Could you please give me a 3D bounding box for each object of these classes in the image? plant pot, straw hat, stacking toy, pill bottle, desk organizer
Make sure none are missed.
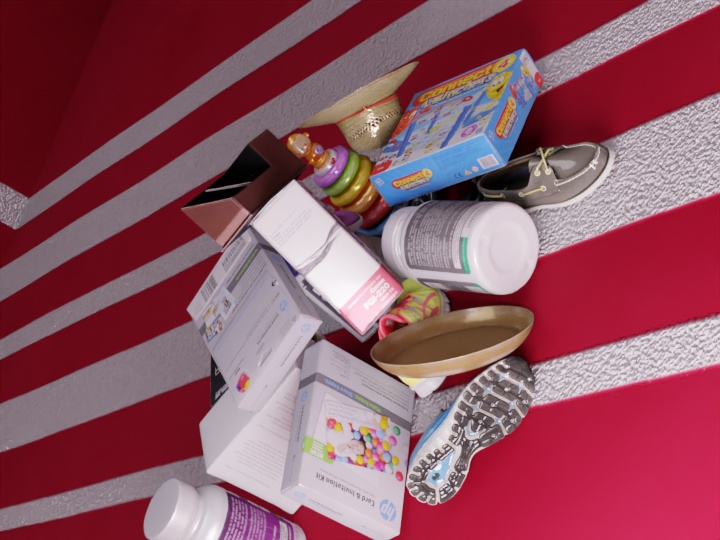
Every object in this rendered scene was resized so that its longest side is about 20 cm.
[{"bbox_3d":[0.111,0.087,1.533,0.198,0.028,0.200,-14,13,3],"label":"plant pot"},{"bbox_3d":[0.016,-0.218,1.880,0.200,0.086,0.201,-28,2,1],"label":"straw hat"},{"bbox_3d":[-0.027,-0.143,1.914,0.109,0.199,0.117,0,60,59],"label":"stacking toy"},{"bbox_3d":[0.121,-0.032,1.640,0.199,0.113,0.114,6,67,54],"label":"pill bottle"},{"bbox_3d":[-0.149,-0.109,1.698,0.072,0.077,0.200,-47,2,30],"label":"desk organizer"},{"bbox_3d":[-0.176,0.345,1.678,0.112,0.199,0.113,-39,33,32],"label":"pill bottle"}]

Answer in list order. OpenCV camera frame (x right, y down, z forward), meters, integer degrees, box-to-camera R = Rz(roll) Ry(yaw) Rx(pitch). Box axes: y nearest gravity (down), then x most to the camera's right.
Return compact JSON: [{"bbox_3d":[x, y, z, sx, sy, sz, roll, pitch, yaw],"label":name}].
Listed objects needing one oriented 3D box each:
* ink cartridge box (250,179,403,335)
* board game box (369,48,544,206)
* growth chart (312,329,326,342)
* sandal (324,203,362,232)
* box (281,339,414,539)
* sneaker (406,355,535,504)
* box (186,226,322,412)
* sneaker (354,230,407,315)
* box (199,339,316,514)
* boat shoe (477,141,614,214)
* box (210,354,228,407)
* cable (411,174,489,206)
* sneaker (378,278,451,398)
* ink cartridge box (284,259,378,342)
[{"bbox_3d":[-0.041,-0.021,1.674,0.085,0.200,0.146,-47,2,3],"label":"ink cartridge box"},{"bbox_3d":[0.131,-0.193,1.753,0.199,0.056,0.197,-18,32,38],"label":"board game box"},{"bbox_3d":[-0.101,0.112,1.847,0.018,0.145,0.200,-33,-4,-36],"label":"growth chart"},{"bbox_3d":[-0.069,-0.070,1.815,0.082,0.202,0.050,13,111,38],"label":"sandal"},{"bbox_3d":[-0.012,0.206,1.578,0.041,0.155,0.201,-31,37,43],"label":"box"},{"bbox_3d":[0.118,0.171,1.502,0.200,0.078,0.090,-48,17,8],"label":"sneaker"},{"bbox_3d":[-0.142,0.058,1.686,0.156,0.041,0.200,-55,42,19],"label":"box"},{"bbox_3d":[0.000,0.000,1.834,0.078,0.099,0.200,-56,26,13],"label":"sneaker"},{"bbox_3d":[-0.097,0.201,1.743,0.200,0.152,0.107,-48,30,18],"label":"box"},{"bbox_3d":[0.229,-0.118,1.619,0.201,0.060,0.073,-20,45,50],"label":"boat shoe"},{"bbox_3d":[-0.162,0.113,2.052,0.200,0.043,0.161,-44,31,26],"label":"box"},{"bbox_3d":[0.131,-0.121,1.808,0.164,0.050,0.201,-53,28,24],"label":"cable"},{"bbox_3d":[0.063,0.068,1.675,0.078,0.090,0.201,-47,26,26],"label":"sneaker"},{"bbox_3d":[-0.077,-0.003,1.855,0.043,0.200,0.198,-47,28,6],"label":"ink cartridge box"}]
